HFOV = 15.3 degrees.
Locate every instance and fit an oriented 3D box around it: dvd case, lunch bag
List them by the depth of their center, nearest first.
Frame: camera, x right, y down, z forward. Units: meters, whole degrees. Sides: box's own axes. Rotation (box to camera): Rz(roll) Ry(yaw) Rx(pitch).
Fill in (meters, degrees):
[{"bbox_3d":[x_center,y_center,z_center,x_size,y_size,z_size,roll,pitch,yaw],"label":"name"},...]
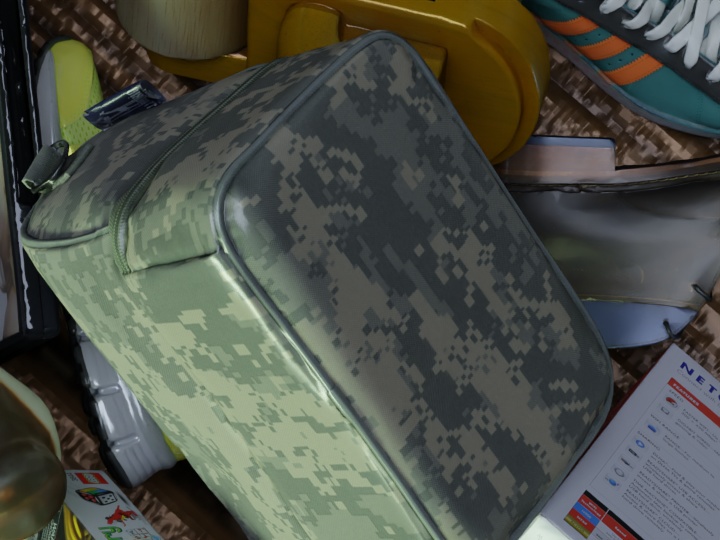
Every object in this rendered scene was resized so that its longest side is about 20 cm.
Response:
[{"bbox_3d":[-0.027,0.019,1.037,0.200,0.168,0.139,54,50,-19],"label":"lunch bag"},{"bbox_3d":[-0.164,-0.062,1.150,0.018,0.143,0.201,-4,83,-21],"label":"dvd case"}]

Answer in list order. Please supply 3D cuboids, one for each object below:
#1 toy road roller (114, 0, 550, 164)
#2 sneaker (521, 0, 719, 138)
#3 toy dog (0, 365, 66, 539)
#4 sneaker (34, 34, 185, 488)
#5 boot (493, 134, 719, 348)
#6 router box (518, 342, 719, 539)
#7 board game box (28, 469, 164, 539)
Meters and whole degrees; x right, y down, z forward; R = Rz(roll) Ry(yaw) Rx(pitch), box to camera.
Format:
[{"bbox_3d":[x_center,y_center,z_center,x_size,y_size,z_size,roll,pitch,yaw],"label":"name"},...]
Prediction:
[{"bbox_3d":[-0.019,-0.098,1.129,0.199,0.123,0.146,14,52,7],"label":"toy road roller"},{"bbox_3d":[0.116,-0.123,1.184,0.200,0.080,0.071,29,81,5],"label":"sneaker"},{"bbox_3d":[-0.198,0.122,1.066,0.194,0.140,0.200,30,100,-21],"label":"toy dog"},{"bbox_3d":[-0.095,-0.010,1.188,0.090,0.078,0.200,-16,89,-9],"label":"sneaker"},{"bbox_3d":[0.151,-0.006,1.184,0.199,0.075,0.097,6,94,11],"label":"boot"},{"bbox_3d":[0.162,0.141,1.087,0.200,0.179,0.049,42,121,5],"label":"router box"},{"bbox_3d":[-0.114,0.199,1.103,0.035,0.126,0.200,3,109,-29],"label":"board game box"}]
